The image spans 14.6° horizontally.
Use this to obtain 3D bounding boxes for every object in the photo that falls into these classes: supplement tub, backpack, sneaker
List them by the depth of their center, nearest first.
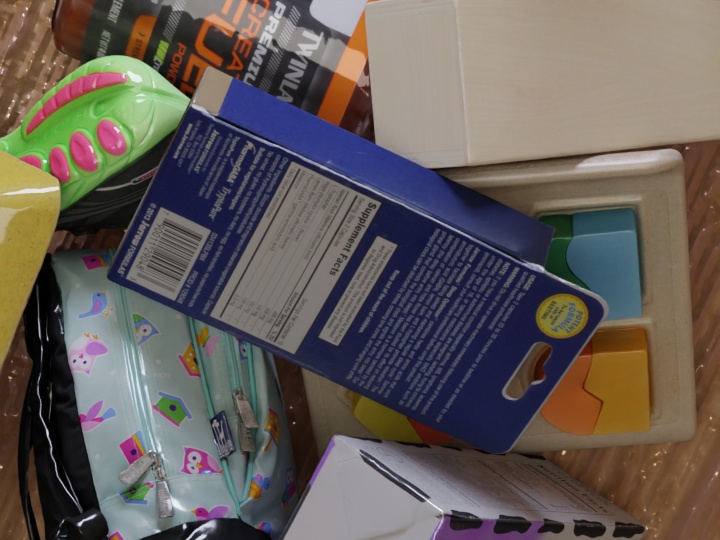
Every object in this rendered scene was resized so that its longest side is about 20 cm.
[{"bbox_3d":[-0.094,0.083,1.309,0.126,0.167,0.201,-5,64,-11],"label":"backpack"},{"bbox_3d":[-0.036,-0.112,1.310,0.199,0.107,0.107,24,98,1],"label":"supplement tub"},{"bbox_3d":[-0.144,-0.036,1.318,0.200,0.084,0.077,-19,63,42],"label":"sneaker"}]

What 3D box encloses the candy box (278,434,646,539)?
[{"bbox_3d":[0.026,0.168,1.287,0.071,0.200,0.168,33,101,30],"label":"candy box"}]

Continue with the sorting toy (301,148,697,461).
[{"bbox_3d":[0.061,0.027,1.297,0.184,0.037,0.200,-5,136,5],"label":"sorting toy"}]

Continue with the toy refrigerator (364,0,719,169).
[{"bbox_3d":[0.098,-0.091,1.265,0.199,0.070,0.076,-8,95,-39],"label":"toy refrigerator"}]

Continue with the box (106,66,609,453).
[{"bbox_3d":[0.000,0.000,1.228,0.199,0.032,0.121,26,135,-5],"label":"box"}]

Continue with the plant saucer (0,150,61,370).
[{"bbox_3d":[-0.239,0.021,1.300,0.048,0.200,0.201,19,95,-42],"label":"plant saucer"}]
